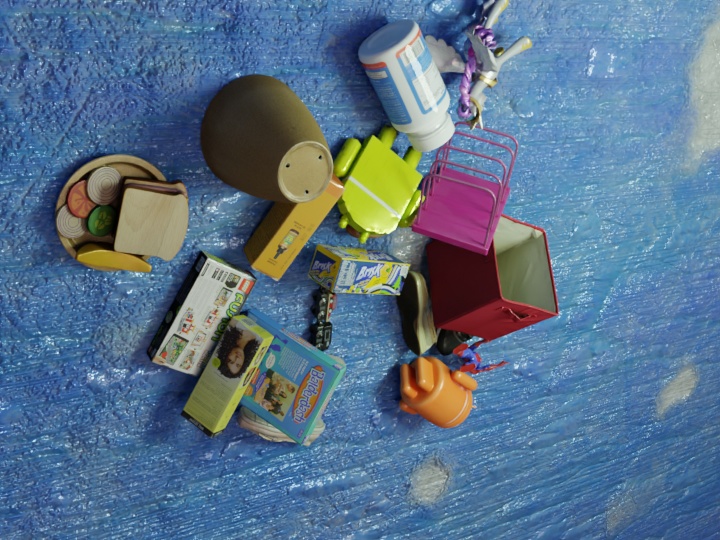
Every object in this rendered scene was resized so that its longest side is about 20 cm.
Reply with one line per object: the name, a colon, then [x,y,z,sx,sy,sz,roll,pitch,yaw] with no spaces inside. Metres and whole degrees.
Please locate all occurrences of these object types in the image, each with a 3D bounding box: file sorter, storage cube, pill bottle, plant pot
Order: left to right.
plant pot: [-0.127,-0.181,1.269,0.183,0.200,0.190,-15,122,-25]
pill bottle: [0.084,-0.305,1.391,0.112,0.112,0.202,-37,124,-11]
file sorter: [0.190,-0.154,1.452,0.201,0.136,0.127,-61,164,-47]
storage cube: [0.248,0.017,1.585,0.169,0.178,0.205,14,62,-37]

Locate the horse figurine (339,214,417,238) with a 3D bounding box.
horse figurine: [0.042,-0.112,1.512,0.197,0.050,0.135,-27,120,-22]

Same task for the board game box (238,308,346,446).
board game box: [-0.144,0.186,1.457,0.154,0.198,0.045,-60,168,9]

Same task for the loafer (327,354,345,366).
loafer: [-0.110,0.207,1.560,0.196,0.070,0.071,-10,121,-29]

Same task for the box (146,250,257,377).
box: [-0.270,0.078,1.412,0.109,0.035,0.202,25,98,-39]

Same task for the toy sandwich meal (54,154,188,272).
toy sandwich meal: [-0.357,-0.077,1.253,0.201,0.070,0.209,-15,121,-26]

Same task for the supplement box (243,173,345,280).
supplement box: [-0.114,-0.086,1.393,0.066,0.069,0.201,27,105,-39]

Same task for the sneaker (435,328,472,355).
sneaker: [0.236,0.101,1.721,0.075,0.087,0.201,36,92,-40]

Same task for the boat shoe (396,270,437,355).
boat shoe: [0.119,0.078,1.647,0.062,0.073,0.204,-29,129,-25]

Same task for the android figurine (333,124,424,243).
android figurine: [0.030,-0.146,1.446,0.180,0.041,0.203,34,74,-21]

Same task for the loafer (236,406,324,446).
loafer: [-0.156,0.306,1.585,0.197,0.072,0.064,15,112,-40]

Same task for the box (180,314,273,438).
box: [-0.231,0.182,1.431,0.203,0.074,0.050,-62,166,10]

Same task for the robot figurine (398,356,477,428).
robot figurine: [0.158,0.257,1.735,0.145,0.116,0.199,-53,129,-2]

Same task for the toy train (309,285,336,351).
toy train: [-0.064,0.060,1.539,0.045,0.034,0.204,-10,119,-32]

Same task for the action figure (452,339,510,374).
action figure: [0.255,0.178,1.737,0.097,0.067,0.200,-21,168,8]

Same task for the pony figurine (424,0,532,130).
pony figurine: [0.202,-0.372,1.433,0.193,0.165,0.202,45,69,-40]

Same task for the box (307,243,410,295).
box: [0.000,0.000,1.498,0.198,0.069,0.066,5,109,-50]
